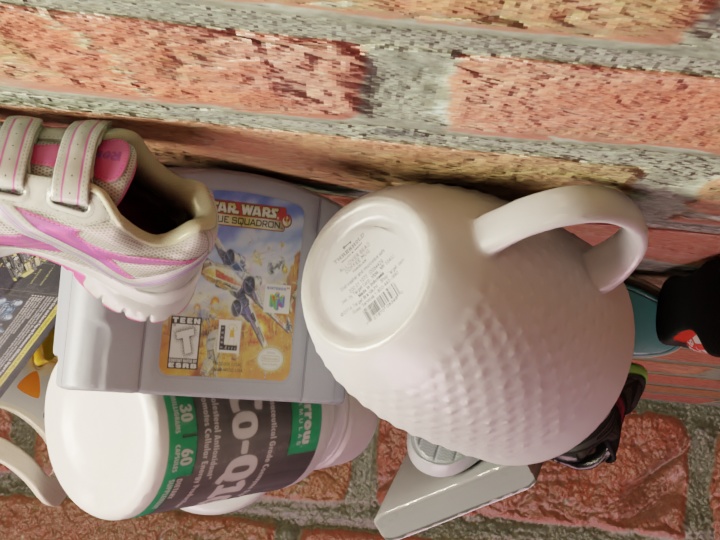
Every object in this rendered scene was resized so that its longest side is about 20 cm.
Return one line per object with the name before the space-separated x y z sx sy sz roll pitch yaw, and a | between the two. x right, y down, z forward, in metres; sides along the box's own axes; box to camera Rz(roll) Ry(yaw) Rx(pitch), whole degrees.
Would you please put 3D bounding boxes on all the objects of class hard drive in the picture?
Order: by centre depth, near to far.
hard drive | 0.093 0.130 1.603 0.131 0.026 0.200 -25 -165 24

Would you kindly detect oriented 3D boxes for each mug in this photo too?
mug | 0.072 0.012 1.178 0.200 0.148 0.175 -31 148 25

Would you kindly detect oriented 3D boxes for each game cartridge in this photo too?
game cartridge | -0.084 0.008 1.208 0.199 0.134 0.041 5 -176 -40

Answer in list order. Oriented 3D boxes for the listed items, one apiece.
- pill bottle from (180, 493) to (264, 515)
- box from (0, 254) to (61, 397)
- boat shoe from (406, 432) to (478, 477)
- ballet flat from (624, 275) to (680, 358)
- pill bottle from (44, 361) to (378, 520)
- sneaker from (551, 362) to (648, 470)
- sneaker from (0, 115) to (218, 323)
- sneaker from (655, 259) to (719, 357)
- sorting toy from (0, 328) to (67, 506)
pill bottle | -0.126 0.098 1.503 0.111 0.113 0.200 8 -172 -20
box | -0.246 0.001 1.210 0.161 0.049 0.200 11 134 -36
boat shoe | 0.093 0.088 1.576 0.072 0.200 0.062 22 141 14
ballet flat | 0.149 0.019 1.559 0.199 0.068 0.062 10 -158 -3
pill bottle | -0.089 0.088 1.305 0.113 0.114 0.199 0 -176 45
sneaker | 0.165 0.104 1.548 0.076 0.084 0.200 11 -176 19
sneaker | -0.158 -0.047 1.073 0.199 0.082 0.088 19 142 -25
sneaker | 0.283 0.031 1.436 0.107 0.068 0.201 5 178 -8
sorting toy | -0.223 0.055 1.380 0.200 0.181 0.107 31 150 -31
